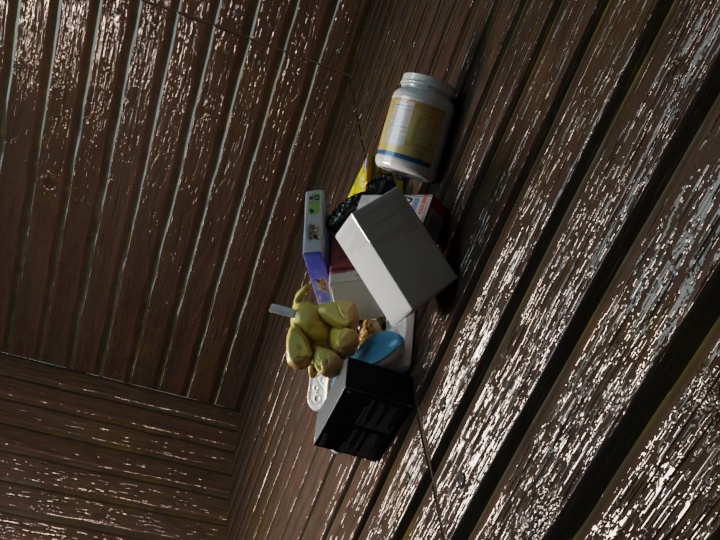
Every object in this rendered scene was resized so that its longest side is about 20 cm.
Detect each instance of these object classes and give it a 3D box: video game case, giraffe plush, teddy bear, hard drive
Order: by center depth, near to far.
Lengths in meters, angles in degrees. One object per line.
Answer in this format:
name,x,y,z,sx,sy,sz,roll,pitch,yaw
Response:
giraffe plush,-0.086,0.146,1.498,0.174,0.197,0.163,-53,-23,-18
hard drive,0.080,0.129,1.501,0.132,0.026,0.205,123,158,-55
teddy bear,0.008,0.199,1.577,0.145,0.065,0.206,-119,37,-73
video game case,-0.086,-0.043,1.622,0.202,0.044,0.185,77,-170,-49

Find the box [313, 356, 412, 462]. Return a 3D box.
box,0.003,0.275,1.409,0.080,0.138,0.202,-88,19,-47

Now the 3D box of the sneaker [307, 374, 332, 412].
sneaker,-0.066,0.255,1.768,0.146,0.078,0.206,36,-117,-64

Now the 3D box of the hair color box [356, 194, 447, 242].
hair color box,0.071,-0.092,1.469,0.197,0.064,0.113,4,67,45

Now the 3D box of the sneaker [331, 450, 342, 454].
sneaker,-0.031,0.320,1.665,0.082,0.075,0.206,154,130,-65

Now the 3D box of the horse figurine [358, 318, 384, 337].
horse figurine,0.034,0.103,1.677,0.133,0.049,0.204,-102,30,-65

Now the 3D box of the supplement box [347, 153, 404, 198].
supplement box,0.032,-0.184,1.892,0.202,0.107,0.111,119,162,-46

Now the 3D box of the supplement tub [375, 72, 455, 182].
supplement tub,0.122,-0.307,1.557,0.145,0.141,0.205,-151,77,-77

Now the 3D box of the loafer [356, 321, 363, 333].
loafer,0.001,0.054,1.783,0.071,0.071,0.206,39,-116,-76

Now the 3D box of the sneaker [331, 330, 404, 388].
sneaker,0.027,0.195,1.443,0.200,0.080,0.078,-43,27,32

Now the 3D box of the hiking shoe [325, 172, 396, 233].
hiking shoe,0.014,-0.133,1.589,0.199,0.088,0.074,-38,15,-19

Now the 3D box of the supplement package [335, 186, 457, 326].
supplement package,0.063,-0.025,1.317,0.203,0.115,0.117,57,154,7

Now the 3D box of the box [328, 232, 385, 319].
box,0.000,0.000,1.585,0.203,0.124,0.111,-90,-7,-51
